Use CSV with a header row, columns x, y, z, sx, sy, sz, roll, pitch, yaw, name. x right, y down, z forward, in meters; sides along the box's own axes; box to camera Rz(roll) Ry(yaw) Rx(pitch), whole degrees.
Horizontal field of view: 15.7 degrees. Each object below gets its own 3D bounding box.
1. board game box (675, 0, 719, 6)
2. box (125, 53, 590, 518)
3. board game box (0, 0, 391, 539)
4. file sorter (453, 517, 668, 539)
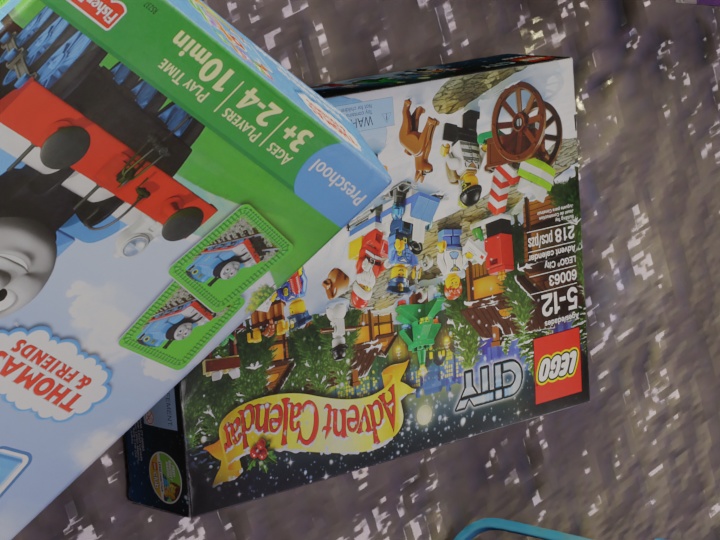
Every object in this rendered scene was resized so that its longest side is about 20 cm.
x,y,z,sx,sy,sz,roll,pitch,yaw,name
0.182,-0.190,1.003,0.200,0.032,0.120,-31,122,-39,board game box
0.000,0.000,0.952,0.200,0.038,0.137,-13,103,-40,box
-0.107,0.003,0.731,0.200,0.037,0.151,-43,141,10,board game box
0.119,0.193,1.023,0.200,0.122,0.139,29,76,-40,file sorter
